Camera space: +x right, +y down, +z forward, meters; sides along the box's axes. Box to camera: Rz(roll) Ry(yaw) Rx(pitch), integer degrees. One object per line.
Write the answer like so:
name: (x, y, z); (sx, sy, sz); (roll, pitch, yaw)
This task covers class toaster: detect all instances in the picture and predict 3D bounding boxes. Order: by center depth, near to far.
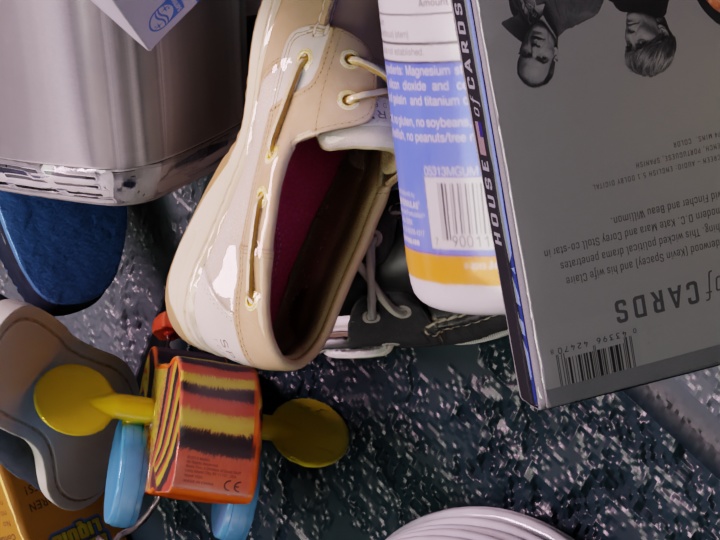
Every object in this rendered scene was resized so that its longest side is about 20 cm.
toaster: (-0.121, -0.106, 0.980); (0.199, 0.113, 0.130); (10, 116, 32)

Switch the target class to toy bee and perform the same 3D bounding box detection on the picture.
toy bee: (-0.084, 0.064, 1.047); (0.200, 0.130, 0.110); (-20, 61, 53)

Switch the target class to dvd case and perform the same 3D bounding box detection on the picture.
dvd case: (0.107, -0.068, 0.782); (0.025, 0.149, 0.201); (-156, 54, -71)

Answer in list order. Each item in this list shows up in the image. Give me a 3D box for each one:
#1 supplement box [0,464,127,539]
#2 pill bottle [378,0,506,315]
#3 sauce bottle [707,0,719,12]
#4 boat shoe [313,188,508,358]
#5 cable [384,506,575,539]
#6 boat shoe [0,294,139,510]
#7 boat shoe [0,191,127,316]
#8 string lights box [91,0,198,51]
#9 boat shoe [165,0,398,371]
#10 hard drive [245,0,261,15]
supplement box: (-0.160, 0.131, 1.179); (0.069, 0.066, 0.201); (-17, 93, 44)
pill bottle: (0.061, -0.092, 0.837); (0.112, 0.112, 0.202); (2, 102, 44)
sauce bottle: (0.194, -0.037, 0.740); (0.200, 0.066, 0.066); (48, 135, 0)
boat shoe: (0.000, 0.000, 0.972); (0.199, 0.060, 0.074); (0, 103, 45)
cable: (0.054, 0.200, 0.978); (0.200, 0.069, 0.201); (-41, 75, 42)
boat shoe: (-0.156, 0.057, 1.075); (0.062, 0.200, 0.075); (22, 81, 20)
boat shoe: (-0.158, -0.071, 1.106); (0.069, 0.084, 0.201); (-36, 62, 53)
string lights box: (-0.047, -0.189, 0.863); (0.103, 0.200, 0.059); (41, 174, 27)
boat shoe: (-0.007, -0.054, 0.914); (0.069, 0.073, 0.201); (24, 96, 46)
hard drive: (-0.059, -0.206, 0.981); (0.131, 0.027, 0.201); (0, 104, 45)
